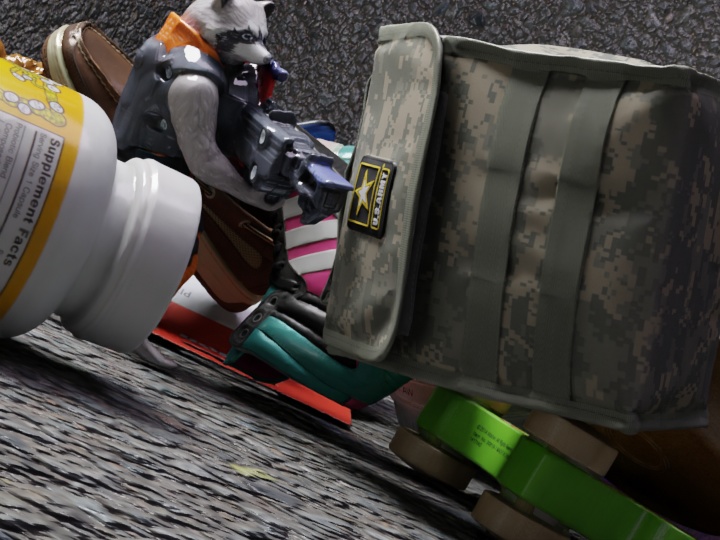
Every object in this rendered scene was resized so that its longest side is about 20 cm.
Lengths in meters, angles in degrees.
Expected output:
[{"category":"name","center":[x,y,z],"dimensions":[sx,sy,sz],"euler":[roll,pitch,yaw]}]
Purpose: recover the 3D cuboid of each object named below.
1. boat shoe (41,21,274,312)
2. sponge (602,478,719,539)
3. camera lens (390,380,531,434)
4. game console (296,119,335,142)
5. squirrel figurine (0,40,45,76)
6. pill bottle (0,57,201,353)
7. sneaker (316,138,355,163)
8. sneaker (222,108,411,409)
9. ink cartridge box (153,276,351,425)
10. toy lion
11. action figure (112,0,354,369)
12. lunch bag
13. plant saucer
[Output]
[{"category":"boat shoe","center":[-0.099,-0.072,1.093],"dimensions":[0.203,0.075,0.075],"euler":[51,23,-24]},{"category":"sponge","center":[0.182,0.109,1.198],"dimensions":[0.030,0.112,0.200],"euler":[20,5,-43]},{"category":"camera lens","center":[0.085,-0.007,1.142],"dimensions":[0.159,0.201,0.160],"euler":[-5,19,2]},{"category":"game console","center":[-0.123,-0.087,1.443],"dimensions":[0.171,0.118,0.200],"euler":[44,-22,15]},{"category":"squirrel figurine","center":[-0.249,-0.092,1.040],"dimensions":[0.199,0.142,0.187],"euler":[22,8,-5]},{"category":"pill bottle","center":[-0.173,-0.039,0.789],"dimensions":[0.199,0.113,0.113],"euler":[24,2,-22]},{"category":"sneaker","center":[0.000,0.000,1.263],"dimensions":[0.080,0.072,0.201],"euler":[12,-41,10]},{"category":"sneaker","center":[-0.036,0.002,1.024],"dimensions":[0.200,0.121,0.084],"euler":[50,9,31]},{"category":"ink cartridge box","center":[-0.068,0.033,1.153],"dimensions":[0.162,0.057,0.200],"euler":[25,-3,-2]},{"category":"toy lion","center":[0.130,0.128,0.954],"dimensions":[0.191,0.069,0.200],"euler":[31,-1,-21]},{"category":"action figure","center":[-0.092,-0.053,0.956],"dimensions":[0.104,0.194,0.200],"euler":[22,3,-31]},{"category":"lunch bag","center":[0.070,-0.025,0.879],"dimensions":[0.199,0.165,0.117],"euler":[12,4,33]},{"category":"plant saucer","center":[0.153,0.080,0.976],"dimensions":[0.200,0.035,0.200],"euler":[35,-20,15]}]
